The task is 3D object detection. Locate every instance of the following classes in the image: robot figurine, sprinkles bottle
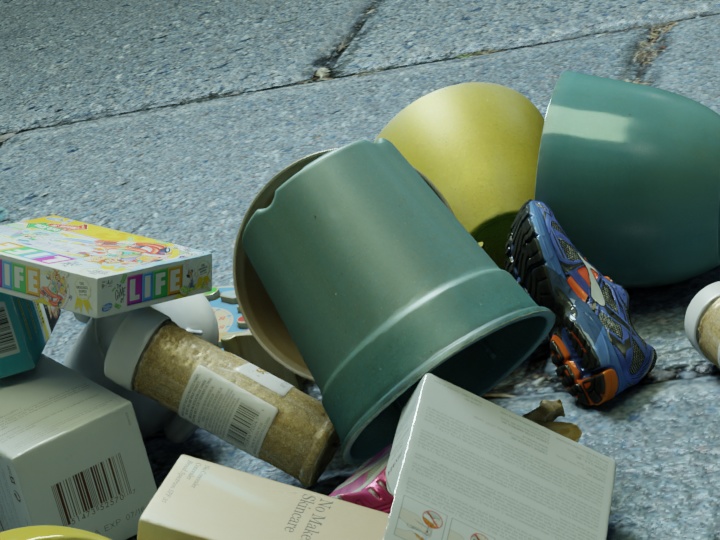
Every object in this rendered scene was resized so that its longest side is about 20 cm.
[{"bbox_3d":[-0.197,0.076,1.713,0.113,0.170,0.200,-37,-8,-42],"label":"robot figurine"},{"bbox_3d":[-0.112,0.103,1.575,0.199,0.069,0.068,28,35,9],"label":"sprinkles bottle"},{"bbox_3d":[0.320,0.072,1.501,0.068,0.069,0.200,-18,22,-6],"label":"sprinkles bottle"}]

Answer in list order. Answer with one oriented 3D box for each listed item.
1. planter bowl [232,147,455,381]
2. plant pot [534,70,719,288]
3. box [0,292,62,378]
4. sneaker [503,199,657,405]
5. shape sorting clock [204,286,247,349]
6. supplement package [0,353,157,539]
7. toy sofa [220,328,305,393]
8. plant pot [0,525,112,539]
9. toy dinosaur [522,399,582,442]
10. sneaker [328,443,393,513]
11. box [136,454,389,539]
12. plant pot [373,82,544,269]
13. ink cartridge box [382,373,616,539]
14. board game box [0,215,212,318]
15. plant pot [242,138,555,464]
[{"bbox_3d":[0.000,0.000,1.666,0.199,0.202,0.135,-12,-5,9],"label":"planter bowl"},{"bbox_3d":[0.258,-0.075,1.743,0.160,0.202,0.201,7,28,17],"label":"plant pot"},{"bbox_3d":[-0.314,0.031,1.719,0.049,0.083,0.200,-15,13,2],"label":"box"},{"bbox_3d":[0.185,0.025,1.629,0.078,0.075,0.201,-9,60,-28],"label":"sneaker"},{"bbox_3d":[-0.177,0.061,1.902,0.198,0.039,0.200,-16,21,6],"label":"shape sorting clock"},{"bbox_3d":[-0.272,0.161,1.627,0.116,0.118,0.200,-25,24,-26],"label":"supplement package"},{"bbox_3d":[-0.067,0.053,1.794,0.097,0.083,0.200,-4,25,26],"label":"toy sofa"},{"bbox_3d":[-0.220,0.266,1.268,0.200,0.202,0.189,-24,7,-20],"label":"plant pot"},{"bbox_3d":[0.123,0.142,1.482,0.100,0.059,0.200,-11,22,9],"label":"toy dinosaur"},{"bbox_3d":[0.013,0.188,1.433,0.199,0.082,0.088,-36,-5,-17],"label":"sneaker"},{"bbox_3d":[-0.050,0.207,1.324,0.198,0.078,0.095,14,28,8],"label":"box"},{"bbox_3d":[0.115,-0.058,1.827,0.199,0.201,0.142,-19,42,-8],"label":"plant pot"},{"bbox_3d":[0.091,0.180,1.331,0.159,0.047,0.201,26,41,-6],"label":"ink cartridge box"},{"bbox_3d":[-0.242,-0.005,1.608,0.199,0.035,0.134,13,17,37],"label":"board game box"},{"bbox_3d":[0.017,0.016,1.507,0.199,0.197,0.200,-33,-16,-10],"label":"plant pot"}]
